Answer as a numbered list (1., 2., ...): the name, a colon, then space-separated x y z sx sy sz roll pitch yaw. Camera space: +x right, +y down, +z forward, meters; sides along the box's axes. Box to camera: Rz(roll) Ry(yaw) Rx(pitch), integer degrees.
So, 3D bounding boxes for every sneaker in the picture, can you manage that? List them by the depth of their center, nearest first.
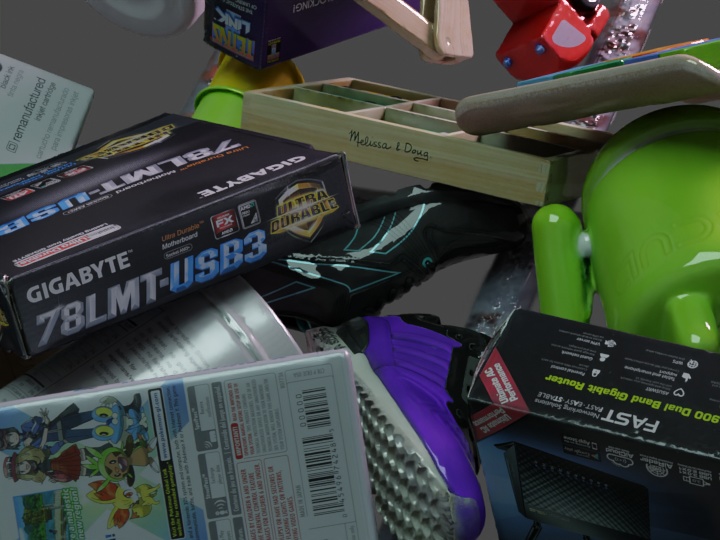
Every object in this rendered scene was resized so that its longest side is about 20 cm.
1. sneaker: 0.043 0.070 1.119 0.099 0.070 0.200 -13 28 -13
2. sneaker: 0.000 0.000 1.234 0.199 0.075 0.080 -8 75 -3

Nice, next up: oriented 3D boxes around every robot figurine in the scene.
1. robot figurine: 0.180 -0.007 1.142 0.175 0.116 0.200 -6 42 -1

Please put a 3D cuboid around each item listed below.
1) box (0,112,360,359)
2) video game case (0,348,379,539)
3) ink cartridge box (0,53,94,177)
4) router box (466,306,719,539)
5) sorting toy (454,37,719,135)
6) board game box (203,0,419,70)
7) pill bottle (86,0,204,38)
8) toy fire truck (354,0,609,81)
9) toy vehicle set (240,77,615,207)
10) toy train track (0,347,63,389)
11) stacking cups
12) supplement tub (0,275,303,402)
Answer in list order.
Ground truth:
1. box: -0.134 -0.024 1.145 0.199 0.050 0.198 -23 19 -26
2. video game case: -0.079 0.149 1.021 0.181 0.201 0.022 -9 0 -2
3. ink cartridge box: -0.278 -0.071 1.290 0.199 0.084 0.146 21 47 -8
4. router box: 0.157 0.108 1.015 0.199 0.150 0.062 13 51 26
5. sorting toy: 0.179 -0.110 1.187 0.199 0.037 0.185 -11 2 -41
6. board game box: -0.005 -0.230 1.332 0.057 0.166 0.200 27 36 35
7. pill bottle: -0.108 -0.261 1.471 0.112 0.112 0.200 16 52 28
8. toy fire truck: 0.055 -0.173 1.293 0.049 0.200 0.141 -16 33 49
9. toy vehicle set: 0.046 -0.078 1.264 0.199 0.027 0.124 15 15 26
10. toy train track: -0.244 0.059 1.184 0.199 0.033 0.115 4 48 -46
11. stacking cups: -0.095 -0.050 1.304 0.060 0.061 0.201 8 52 22
12. supplement tub: -0.125 0.099 1.114 0.200 0.132 0.132 -33 47 -18
